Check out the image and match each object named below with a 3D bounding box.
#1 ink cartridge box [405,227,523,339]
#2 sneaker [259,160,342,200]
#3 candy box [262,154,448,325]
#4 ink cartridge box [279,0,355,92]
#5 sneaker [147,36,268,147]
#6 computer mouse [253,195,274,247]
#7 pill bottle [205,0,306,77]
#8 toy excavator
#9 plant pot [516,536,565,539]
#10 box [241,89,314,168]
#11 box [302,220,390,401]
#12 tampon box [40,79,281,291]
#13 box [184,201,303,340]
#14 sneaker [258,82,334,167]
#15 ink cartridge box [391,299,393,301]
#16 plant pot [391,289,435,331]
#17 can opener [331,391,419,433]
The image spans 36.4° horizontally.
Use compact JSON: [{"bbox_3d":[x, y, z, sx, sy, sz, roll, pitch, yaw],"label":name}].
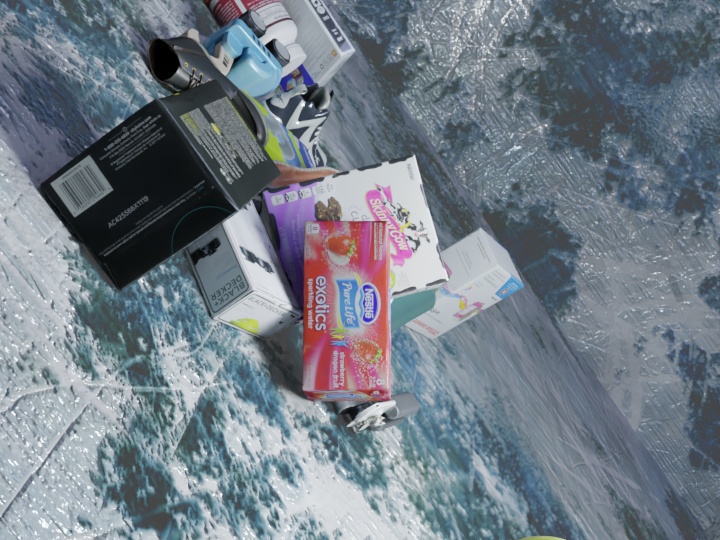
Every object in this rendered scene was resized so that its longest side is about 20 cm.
[{"bbox_3d":[0.163,0.028,1.901,0.144,0.200,0.085,30,33,-59],"label":"ink cartridge box"},{"bbox_3d":[-0.099,-0.108,1.604,0.200,0.080,0.071,1,45,-48],"label":"sneaker"},{"bbox_3d":[-0.008,-0.039,1.381,0.072,0.199,0.168,129,-54,-81],"label":"candy box"},{"bbox_3d":[-0.119,-0.428,2.009,0.043,0.198,0.200,-32,87,-36],"label":"ink cartridge box"},{"bbox_3d":[-0.215,-0.237,1.508,0.200,0.075,0.106,48,18,4],"label":"sneaker"},{"bbox_3d":[-0.113,-0.052,1.483,0.141,0.046,0.200,54,25,-25],"label":"computer mouse"},{"bbox_3d":[-0.185,-0.442,1.947,0.200,0.113,0.113,58,14,2],"label":"pill bottle"},{"bbox_3d":[-0.203,-0.329,1.705,0.194,0.100,0.200,46,26,-31],"label":"toy excavator"},{"bbox_3d":[0.177,0.410,1.181,0.201,0.200,0.184,60,26,13],"label":"plant pot"},{"bbox_3d":[-0.127,-0.179,1.702,0.200,0.048,0.122,38,23,-49],"label":"box"},{"bbox_3d":[-0.015,0.048,1.269,0.096,0.099,0.201,81,10,-75],"label":"box"},{"bbox_3d":[-0.190,-0.091,1.090,0.126,0.150,0.200,55,14,-8],"label":"tampon box"},{"bbox_3d":[-0.151,-0.027,1.262,0.117,0.060,0.200,31,29,-60],"label":"box"},{"bbox_3d":[-0.080,-0.245,1.828,0.199,0.129,0.080,41,22,-47],"label":"sneaker"},{"bbox_3d":[0.000,0.000,1.462,0.104,0.200,0.059,36,-11,-29],"label":"ink cartridge box"},{"bbox_3d":[0.029,0.010,1.630,0.142,0.141,0.200,64,9,29],"label":"plant pot"},{"bbox_3d":[0.026,0.175,1.419,0.067,0.053,0.200,60,14,16],"label":"can opener"}]
